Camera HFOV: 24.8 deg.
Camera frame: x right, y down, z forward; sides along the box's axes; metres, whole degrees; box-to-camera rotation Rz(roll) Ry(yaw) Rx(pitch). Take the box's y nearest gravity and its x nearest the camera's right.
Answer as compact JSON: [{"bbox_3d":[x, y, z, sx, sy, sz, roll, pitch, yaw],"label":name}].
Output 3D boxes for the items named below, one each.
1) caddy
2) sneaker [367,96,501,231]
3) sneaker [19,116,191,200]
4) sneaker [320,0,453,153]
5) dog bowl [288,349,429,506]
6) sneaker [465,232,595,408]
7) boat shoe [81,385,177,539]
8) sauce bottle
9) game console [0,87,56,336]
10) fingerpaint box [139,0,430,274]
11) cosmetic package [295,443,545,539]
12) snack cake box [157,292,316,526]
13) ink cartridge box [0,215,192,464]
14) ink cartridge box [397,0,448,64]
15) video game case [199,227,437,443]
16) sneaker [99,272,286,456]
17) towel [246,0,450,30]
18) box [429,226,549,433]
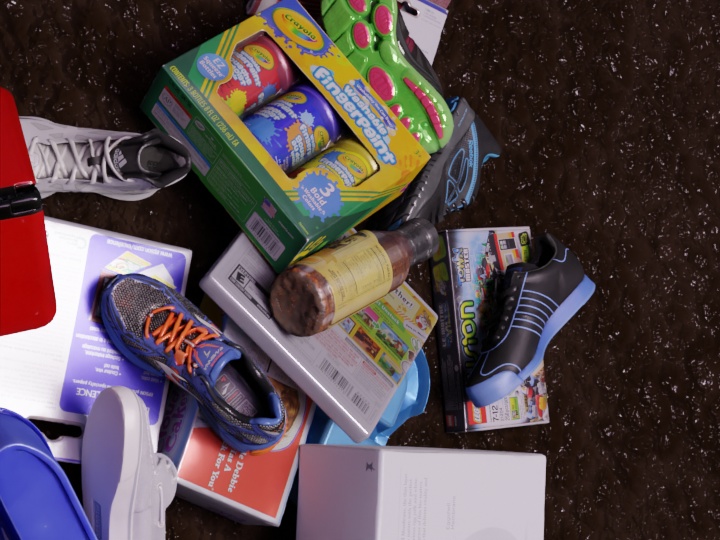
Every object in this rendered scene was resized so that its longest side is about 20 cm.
[{"bbox_3d":[-0.291,0.204,1.297,0.141,0.105,0.201,-29,115,-20],"label":"caddy"},{"bbox_3d":[0.076,-0.076,1.601,0.082,0.073,0.200,41,64,-23],"label":"sneaker"},{"bbox_3d":[-0.234,-0.100,1.370,0.200,0.115,0.076,0,84,-34],"label":"sneaker"},{"bbox_3d":[0.021,-0.198,1.518,0.076,0.084,0.201,-24,92,6],"label":"sneaker"},{"bbox_3d":[-0.009,0.142,1.530,0.111,0.049,0.201,33,67,-26],"label":"dog bowl"},{"bbox_3d":[0.151,0.046,1.600,0.078,0.070,0.200,51,54,-13],"label":"sneaker"},{"bbox_3d":[-0.186,0.185,1.359,0.068,0.072,0.201,-11,112,-34],"label":"boat shoe"},{"bbox_3d":[0.000,0.000,1.453,0.200,0.066,0.066,-27,99,-52],"label":"sauce bottle"},{"bbox_3d":[-0.357,-0.035,1.302,0.199,0.119,0.173,-11,119,-16],"label":"game console"},{"bbox_3d":[-0.065,-0.123,1.450,0.167,0.073,0.200,-35,82,-36],"label":"fingerpaint box"},{"bbox_3d":[0.051,0.258,1.453,0.199,0.123,0.200,8,82,-40],"label":"cosmetic package"},{"bbox_3d":[-0.104,0.114,1.459,0.115,0.067,0.201,28,69,-29],"label":"snack cake box"},{"bbox_3d":[-0.252,0.060,1.378,0.197,0.043,0.201,14,80,-31],"label":"ink cartridge box"},{"bbox_3d":[0.010,-0.174,1.570,0.099,0.039,0.201,22,84,-29],"label":"ink cartridge box"},{"bbox_3d":[-0.032,0.028,1.467,0.200,0.023,0.182,45,41,-10],"label":"video game case"},{"bbox_3d":[-0.132,0.071,1.367,0.200,0.078,0.075,40,68,-6],"label":"sneaker"},{"bbox_3d":[0.004,-0.284,1.552,0.199,0.144,0.023,6,42,-30],"label":"towel"},{"bbox_3d":[0.129,0.059,1.641,0.110,0.035,0.201,-3,86,-34],"label":"box"}]
